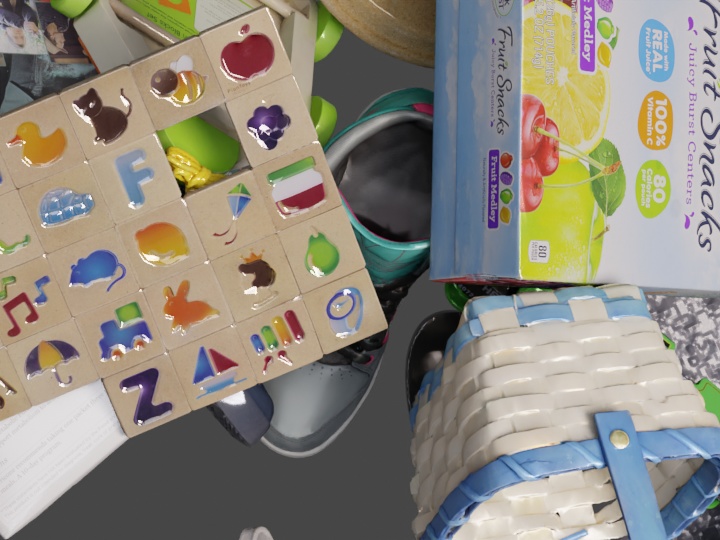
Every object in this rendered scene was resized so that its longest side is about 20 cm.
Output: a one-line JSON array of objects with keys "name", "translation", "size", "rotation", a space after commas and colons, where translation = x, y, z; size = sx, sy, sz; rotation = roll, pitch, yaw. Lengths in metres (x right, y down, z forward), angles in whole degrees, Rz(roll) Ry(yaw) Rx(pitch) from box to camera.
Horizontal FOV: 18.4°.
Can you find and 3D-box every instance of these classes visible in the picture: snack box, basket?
[{"name": "snack box", "translation": [0.127, -0.074, 1.084], "size": [0.199, 0.067, 0.170], "rotation": [3, 87, -43]}, {"name": "basket", "translation": [0.098, 0.117, 1.017], "size": [0.138, 0.176, 0.201], "rotation": [-2, 66, -15]}]

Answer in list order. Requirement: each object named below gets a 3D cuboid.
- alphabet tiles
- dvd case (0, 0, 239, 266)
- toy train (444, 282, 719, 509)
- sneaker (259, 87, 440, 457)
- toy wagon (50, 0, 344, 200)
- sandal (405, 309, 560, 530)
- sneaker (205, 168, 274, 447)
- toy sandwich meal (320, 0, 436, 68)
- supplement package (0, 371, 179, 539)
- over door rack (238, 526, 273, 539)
[{"name": "alphabet tiles", "translation": [-0.105, -0.006, 1.000], "size": [0.199, 0.008, 0.168], "rotation": [-23, 114, -4]}, {"name": "dvd case", "translation": [-0.137, -0.092, 1.071], "size": [0.145, 0.022, 0.201], "rotation": [-3, 62, -34]}, {"name": "toy train", "translation": [0.127, 0.045, 1.137], "size": [0.200, 0.042, 0.056], "rotation": [40, 49, -3]}, {"name": "sneaker", "translation": [0.000, 0.000, 1.096], "size": [0.083, 0.121, 0.201], "rotation": [21, 87, -2]}, {"name": "toy wagon", "translation": [-0.080, -0.109, 1.072], "size": [0.155, 0.040, 0.201], "rotation": [30, 44, -29]}, {"name": "sandal", "translation": [0.074, 0.116, 1.134], "size": [0.075, 0.045, 0.201], "rotation": [-13, 89, -4]}, {"name": "sneaker", "translation": [-0.082, -0.012, 1.105], "size": [0.082, 0.070, 0.201], "rotation": [-30, 80, -9]}, {"name": "toy sandwich meal", "translation": [0.040, -0.199, 1.137], "size": [0.204, 0.070, 0.206], "rotation": [0, 90, -13]}, {"name": "supplement package", "translation": [-0.190, 0.016, 1.087], "size": [0.109, 0.114, 0.200], "rotation": [-40, 91, -3]}, {"name": "over door rack", "translation": [-0.105, 0.233, 1.076], "size": [0.147, 0.067, 0.201], "rotation": [-10, 68, 20]}]
